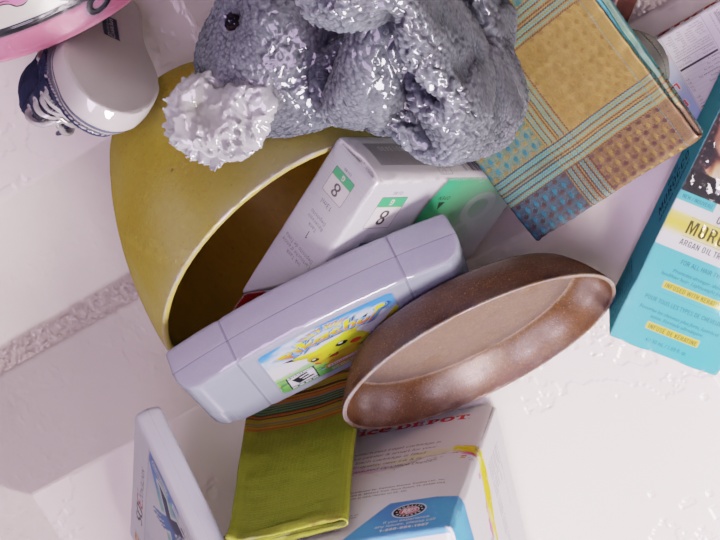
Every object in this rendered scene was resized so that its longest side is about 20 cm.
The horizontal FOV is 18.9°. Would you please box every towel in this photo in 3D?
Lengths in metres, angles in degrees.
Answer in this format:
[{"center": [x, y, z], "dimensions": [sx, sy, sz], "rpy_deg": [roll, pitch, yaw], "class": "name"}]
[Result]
[{"center": [0.103, -0.131, 1.351], "dimensions": [0.146, 0.022, 0.200], "rpy_deg": [-32, 99, 36], "class": "towel"}, {"center": [-0.043, 0.117, 1.462], "dimensions": [0.085, 0.200, 0.018], "rpy_deg": [-16, 117, 12], "class": "towel"}]

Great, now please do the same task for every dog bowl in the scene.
[{"center": [-0.218, -0.203, 1.405], "dimensions": [0.199, 0.201, 0.074], "rpy_deg": [-14, 118, 16], "class": "dog bowl"}]

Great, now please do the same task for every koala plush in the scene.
[{"center": [-0.017, -0.133, 1.296], "dimensions": [0.199, 0.178, 0.185], "rpy_deg": [-13, 120, 27], "class": "koala plush"}]

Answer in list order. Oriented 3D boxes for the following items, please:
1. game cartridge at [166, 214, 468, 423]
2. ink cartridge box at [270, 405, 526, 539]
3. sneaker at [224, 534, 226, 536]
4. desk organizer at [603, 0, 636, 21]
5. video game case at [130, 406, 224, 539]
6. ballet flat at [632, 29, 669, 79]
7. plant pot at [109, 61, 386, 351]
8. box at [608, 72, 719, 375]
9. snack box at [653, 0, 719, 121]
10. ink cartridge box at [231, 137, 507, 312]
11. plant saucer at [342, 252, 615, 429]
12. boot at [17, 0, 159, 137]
[{"center": [-0.023, 0.033, 1.391], "dimensions": [0.199, 0.133, 0.041], "rpy_deg": [-27, 69, 1], "class": "game cartridge"}, {"center": [0.026, 0.204, 1.475], "dimensions": [0.145, 0.200, 0.147], "rpy_deg": [-10, 107, 16], "class": "ink cartridge box"}, {"center": [-0.087, 0.287, 1.596], "dimensions": [0.093, 0.070, 0.201], "rpy_deg": [24, 109, 10], "class": "sneaker"}, {"center": [0.089, -0.226, 1.382], "dimensions": [0.199, 0.077, 0.072], "rpy_deg": [23, 90, 15], "class": "desk organizer"}, {"center": [-0.109, 0.219, 1.472], "dimensions": [0.022, 0.183, 0.201], "rpy_deg": [-20, 62, -18], "class": "video game case"}, {"center": [0.099, -0.134, 1.402], "dimensions": [0.198, 0.064, 0.068], "rpy_deg": [8, 120, 21], "class": "ballet flat"}, {"center": [-0.087, -0.056, 1.435], "dimensions": [0.142, 0.199, 0.200], "rpy_deg": [48, 114, 25], "class": "plant pot"}, {"center": [0.238, -0.035, 1.414], "dimensions": [0.082, 0.049, 0.201], "rpy_deg": [20, 118, -4], "class": "box"}, {"center": [0.187, -0.108, 1.431], "dimensions": [0.199, 0.024, 0.072], "rpy_deg": [-30, 99, 20], "class": "snack box"}, {"center": [0.000, 0.000, 1.427], "dimensions": [0.050, 0.160, 0.201], "rpy_deg": [47, 120, 27], "class": "ink cartridge box"}, {"center": [0.073, 0.042, 1.431], "dimensions": [0.199, 0.200, 0.035], "rpy_deg": [-32, 69, 20], "class": "plant saucer"}, {"center": [-0.184, -0.116, 1.421], "dimensions": [0.072, 0.200, 0.091], "rpy_deg": [28, 112, -17], "class": "boot"}]
